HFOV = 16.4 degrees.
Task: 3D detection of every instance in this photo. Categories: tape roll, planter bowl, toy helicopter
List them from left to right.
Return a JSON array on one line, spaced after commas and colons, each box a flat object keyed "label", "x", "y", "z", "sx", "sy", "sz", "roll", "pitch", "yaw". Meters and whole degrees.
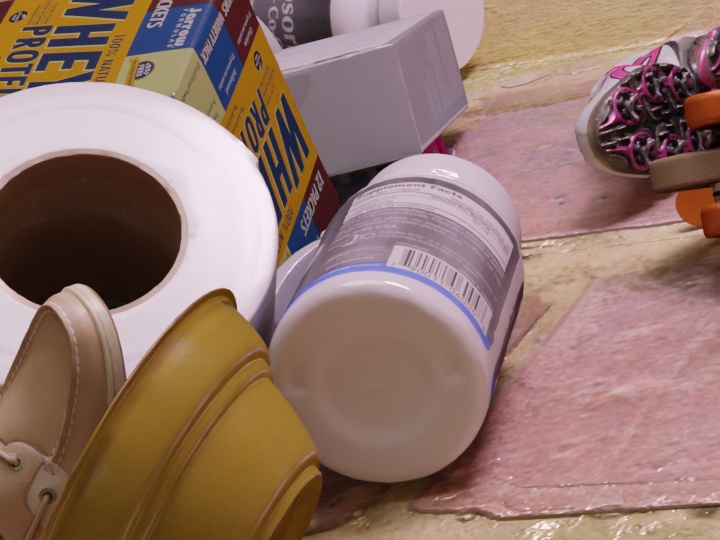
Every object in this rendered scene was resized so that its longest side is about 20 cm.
[{"label": "tape roll", "x": -0.144, "y": 0.019, "z": 1.320, "sx": 0.202, "sy": 0.139, "sz": 0.203, "roll": 1, "pitch": 55, "yaw": -2}, {"label": "planter bowl", "x": -0.074, "y": 0.115, "z": 1.157, "sx": 0.083, "sy": 0.201, "sz": 0.200, "roll": 28, "pitch": 35, "yaw": 10}, {"label": "toy helicopter", "x": 0.260, "y": -0.064, "z": 1.422, "sx": 0.200, "sy": 0.079, "sz": 0.132, "roll": -8, "pitch": -4, "yaw": -13}]

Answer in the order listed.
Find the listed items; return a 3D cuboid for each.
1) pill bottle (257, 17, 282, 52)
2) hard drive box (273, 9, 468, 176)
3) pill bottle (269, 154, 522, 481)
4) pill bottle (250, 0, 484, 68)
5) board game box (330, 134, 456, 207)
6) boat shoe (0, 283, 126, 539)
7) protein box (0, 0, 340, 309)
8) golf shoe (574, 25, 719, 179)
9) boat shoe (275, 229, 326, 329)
[{"label": "pill bottle", "x": -0.156, "y": -0.110, "z": 1.846, "sx": 0.200, "sy": 0.120, "sz": 0.120, "roll": -34, "pitch": 24, "yaw": -34}, {"label": "hard drive box", "x": -0.023, "y": -0.113, "z": 1.693, "sx": 0.156, "sy": 0.077, "sz": 0.200, "roll": -14, "pitch": 9, "yaw": 15}, {"label": "pill bottle", "x": 0.025, "y": 0.018, "z": 1.322, "sx": 0.114, "sy": 0.114, "sz": 0.200, "roll": -13, "pitch": 20, "yaw": 17}, {"label": "pill bottle", "x": -0.007, "y": -0.197, "z": 1.942, "sx": 0.200, "sy": 0.116, "sz": 0.116, "roll": 1, "pitch": 28, "yaw": 45}, {"label": "board game box", "x": -0.045, "y": -0.031, "z": 1.668, "sx": 0.200, "sy": 0.026, "sz": 0.200, "roll": -14, "pitch": 20, "yaw": 15}, {"label": "boat shoe", "x": -0.162, "y": 0.100, "z": 1.176, "sx": 0.065, "sy": 0.200, "sz": 0.072, "roll": -1, "pitch": 31, "yaw": -35}, {"label": "protein box", "x": -0.149, "y": -0.058, "z": 1.525, "sx": 0.200, "sy": 0.199, "sz": 0.135, "roll": -7, "pitch": 39, "yaw": 22}, {"label": "golf shoe", "x": 0.181, "y": -0.099, "z": 1.586, "sx": 0.092, "sy": 0.073, "sz": 0.200, "roll": -12, "pitch": 10, "yaw": 36}, {"label": "boat shoe", "x": 0.000, "y": 0.000, "z": 1.491, "sx": 0.070, "sy": 0.071, "sz": 0.200, "roll": -14, "pitch": 15, "yaw": 47}]
